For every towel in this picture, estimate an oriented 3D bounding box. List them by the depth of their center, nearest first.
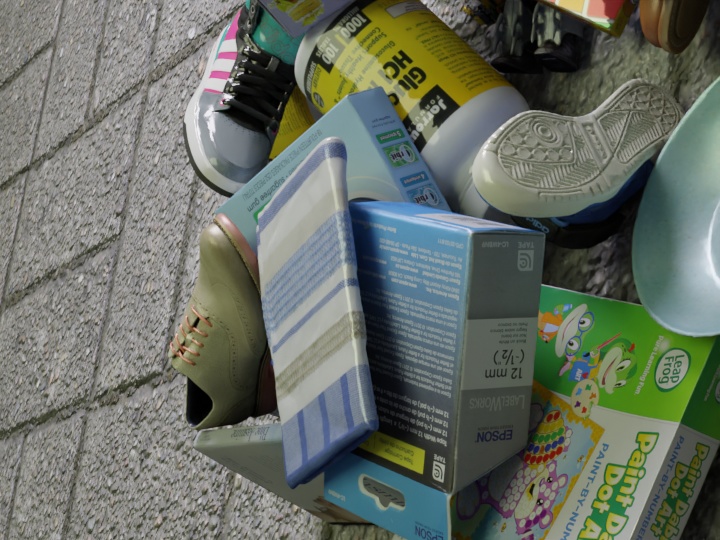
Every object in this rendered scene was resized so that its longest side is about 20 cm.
[{"bbox_3d":[-0.028,0.029,1.135,0.147,0.024,0.202,135,132,-58],"label":"towel"}]

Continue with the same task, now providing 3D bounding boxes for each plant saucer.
[{"bbox_3d":[0.240,-0.046,1.001,0.201,0.038,0.202,-44,30,34],"label":"plant saucer"}]

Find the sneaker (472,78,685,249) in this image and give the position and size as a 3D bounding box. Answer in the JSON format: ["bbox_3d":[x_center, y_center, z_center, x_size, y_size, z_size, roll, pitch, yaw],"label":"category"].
[{"bbox_3d":[0.123,-0.051,1.103,0.077,0.199,0.112,47,132,14],"label":"sneaker"}]

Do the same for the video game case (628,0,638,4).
[{"bbox_3d":[0.183,-0.296,1.107,0.181,0.036,0.201,-38,62,3],"label":"video game case"}]

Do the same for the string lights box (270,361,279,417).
[{"bbox_3d":[-0.007,0.043,1.357,0.200,0.102,0.059,-49,37,37],"label":"string lights box"}]

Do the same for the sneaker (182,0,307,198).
[{"bbox_3d":[-0.070,-0.156,1.331,0.121,0.083,0.201,-48,25,40],"label":"sneaker"}]

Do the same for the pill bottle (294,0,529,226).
[{"bbox_3d":[0.052,-0.114,1.261,0.200,0.112,0.113,46,119,25],"label":"pill bottle"}]

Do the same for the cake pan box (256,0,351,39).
[{"bbox_3d":[0.007,-0.286,1.273,0.183,0.052,0.201,-29,36,23],"label":"cake pan box"}]

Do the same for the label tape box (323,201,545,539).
[{"bbox_3d":[0.043,0.064,1.102,0.143,0.066,0.202,15,105,55],"label":"label tape box"}]

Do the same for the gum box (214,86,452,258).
[{"bbox_3d":[0.000,0.000,1.233,0.170,0.044,0.201,-36,80,41],"label":"gum box"}]

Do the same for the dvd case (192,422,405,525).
[{"bbox_3d":[-0.025,0.154,1.285,0.199,0.142,0.018,-14,48,59],"label":"dvd case"}]

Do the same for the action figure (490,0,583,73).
[{"bbox_3d":[0.141,-0.249,1.281,0.129,0.069,0.202,0,82,43],"label":"action figure"}]

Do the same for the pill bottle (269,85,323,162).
[{"bbox_3d":[-0.018,-0.147,1.461,0.199,0.112,0.114,-15,62,59],"label":"pill bottle"}]

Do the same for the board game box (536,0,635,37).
[{"bbox_3d":[0.184,-0.273,1.205,0.095,0.030,0.201,29,94,27],"label":"board game box"}]

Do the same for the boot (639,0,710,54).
[{"bbox_3d":[0.158,-0.240,1.154,0.154,0.077,0.202,1,82,24],"label":"boot"}]

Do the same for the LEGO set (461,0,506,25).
[{"bbox_3d":[0.035,-0.254,1.399,0.116,0.153,0.200,-46,41,11],"label":"LEGO set"}]

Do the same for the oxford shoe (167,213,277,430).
[{"bbox_3d":[-0.104,0.047,1.271,0.071,0.073,0.201,47,151,41],"label":"oxford shoe"}]

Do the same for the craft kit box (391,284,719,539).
[{"bbox_3d":[0.127,0.114,1.068,0.197,0.048,0.202,13,75,52],"label":"craft kit box"}]
